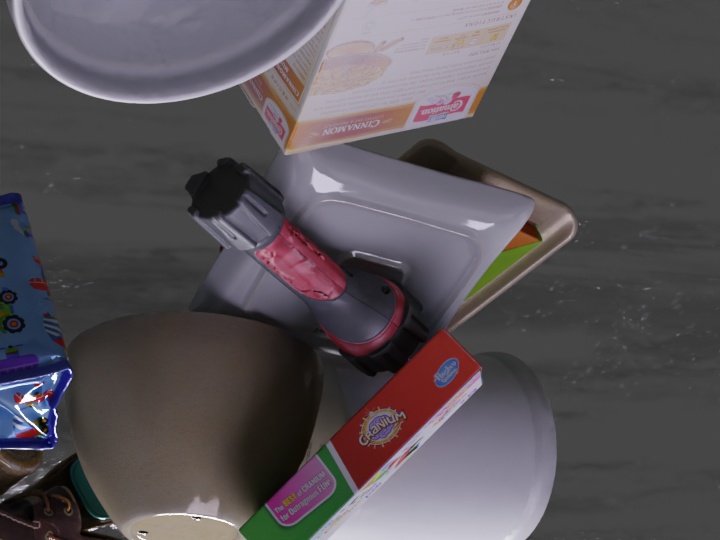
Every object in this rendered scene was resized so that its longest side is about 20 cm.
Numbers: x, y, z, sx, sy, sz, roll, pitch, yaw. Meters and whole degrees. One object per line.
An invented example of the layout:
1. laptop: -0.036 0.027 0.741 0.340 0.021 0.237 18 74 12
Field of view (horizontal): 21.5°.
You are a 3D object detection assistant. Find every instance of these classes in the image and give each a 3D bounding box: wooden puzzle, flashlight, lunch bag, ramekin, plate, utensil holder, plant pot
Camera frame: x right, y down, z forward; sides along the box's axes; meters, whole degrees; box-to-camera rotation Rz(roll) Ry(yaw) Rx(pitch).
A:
1. wooden puzzle: 0.053 -0.010 1.473 0.185 0.037 0.200 -39 143 23
2. flashlight: -0.033 -0.001 1.303 0.067 0.068 0.200 -31 133 19
3. lunch bag: -0.305 0.043 1.230 0.199 0.151 0.094 -7 143 -23
4. ramekin: -0.106 -0.198 1.052 0.199 0.105 0.201 -15 146 -10
5. plate: 0.000 0.000 1.382 0.198 0.032 0.200 14 133 -23
6. utensil holder: 0.033 0.148 1.568 0.199 0.171 0.170 5 138 -31
7. plant pot: -0.128 0.134 1.423 0.199 0.135 0.201 1 154 1

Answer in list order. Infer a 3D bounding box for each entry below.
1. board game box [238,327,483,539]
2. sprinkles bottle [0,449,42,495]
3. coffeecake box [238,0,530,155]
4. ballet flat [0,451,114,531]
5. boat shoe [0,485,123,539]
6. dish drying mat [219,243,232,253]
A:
1. board game box: 0.005 0.132 1.374 0.200 0.040 0.153 -45 172 -3
2. sprinkles bottle: -0.337 0.181 1.481 0.200 0.069 0.068 -38 144 22
3. coffeecake box: 0.027 -0.175 1.171 0.153 0.073 0.200 -14 147 -32
4. ballet flat: -0.240 0.190 1.544 0.199 0.068 0.072 -31 -174 -27
5. boat shoe: -0.246 0.195 1.449 0.200 0.072 0.072 39 73 -42
6. dish drying mat: 0.000 -0.031 1.386 0.199 0.018 0.077 3 135 -13
